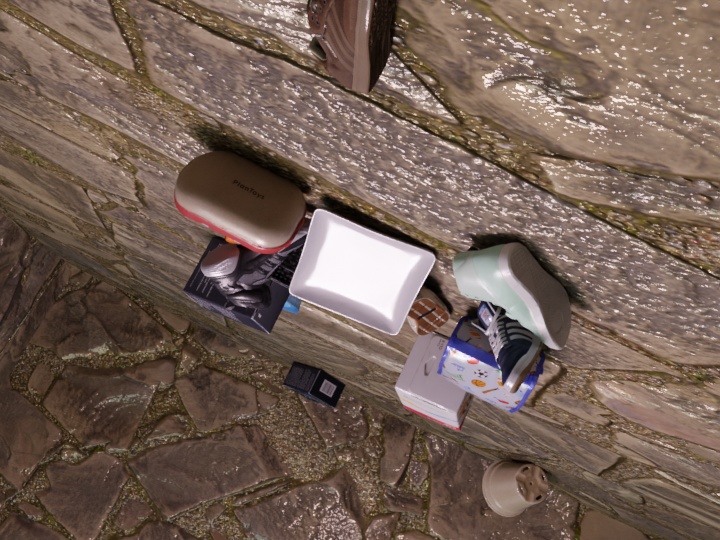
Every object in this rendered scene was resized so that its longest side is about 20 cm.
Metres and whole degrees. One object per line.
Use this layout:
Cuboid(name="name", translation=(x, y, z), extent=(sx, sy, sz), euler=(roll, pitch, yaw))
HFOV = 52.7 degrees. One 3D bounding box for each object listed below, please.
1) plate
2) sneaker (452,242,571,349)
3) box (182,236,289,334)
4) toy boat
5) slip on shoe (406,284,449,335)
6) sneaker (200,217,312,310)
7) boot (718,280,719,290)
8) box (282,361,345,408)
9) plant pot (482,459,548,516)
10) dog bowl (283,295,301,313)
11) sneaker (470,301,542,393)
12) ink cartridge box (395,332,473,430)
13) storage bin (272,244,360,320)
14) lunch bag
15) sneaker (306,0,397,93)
Cuboid(name="plate", translation=(0.000, 0.000, 1.167), extent=(0.199, 0.032, 0.200), euler=(22, 132, -1))
Cuboid(name="sneaker", translation=(0.208, 0.035, 1.008), extent=(0.118, 0.074, 0.200), euler=(-2, 139, 47))
Cuboid(name="box", translation=(-0.268, 0.033, 1.629), extent=(0.199, 0.148, 0.104), euler=(20, 163, 24))
Cuboid(name="toy boat", translation=(-0.189, -0.090, 1.118), extent=(0.200, 0.131, 0.131), euler=(28, 143, 0))
Cuboid(name="slip on shoe", translation=(0.106, 0.062, 1.300), extent=(0.061, 0.076, 0.200), euler=(63, -170, 26))
Cuboid(name="sneaker", translation=(-0.151, -0.008, 1.194), extent=(0.076, 0.199, 0.114), euler=(-122, 10, -61))
Cuboid(name="boot", translation=(0.474, 0.075, 0.755), extent=(0.181, 0.073, 0.200), euler=(13, 152, 34))
Cuboid(name="box", translation=(-0.188, 0.457, 2.912), extent=(0.148, 0.107, 0.200), euler=(36, 162, -33))
Cuboid(name="plant pot", translation=(0.562, 0.761, 2.571), extent=(0.200, 0.201, 0.183), euler=(29, 153, -8))
Cuboid(name="dog bowl", translation=(-0.228, 0.038, 1.765), extent=(0.199, 0.050, 0.112), euler=(22, 164, 14))
Cuboid(name="sneaker", translation=(0.208, 0.097, 1.061), extent=(0.108, 0.200, 0.070), euler=(30, 121, 10))
Cuboid(name="ink cartridge box", translation=(0.175, 0.240, 1.581), extent=(0.144, 0.146, 0.200), euler=(21, 164, 17))
Cuboid(name="storage bin", translation=(-0.071, -0.004, 1.305), extent=(0.200, 0.094, 0.135), euler=(28, 164, -2))
Cuboid(name="lunch bag", translation=(0.233, 0.167, 1.307), extent=(0.170, 0.124, 0.200), euler=(25, 172, 12))
Cuboid(name="sneaker", translation=(-0.013, -0.212, 0.596), extent=(0.075, 0.071, 0.200), euler=(27, 164, 4))
